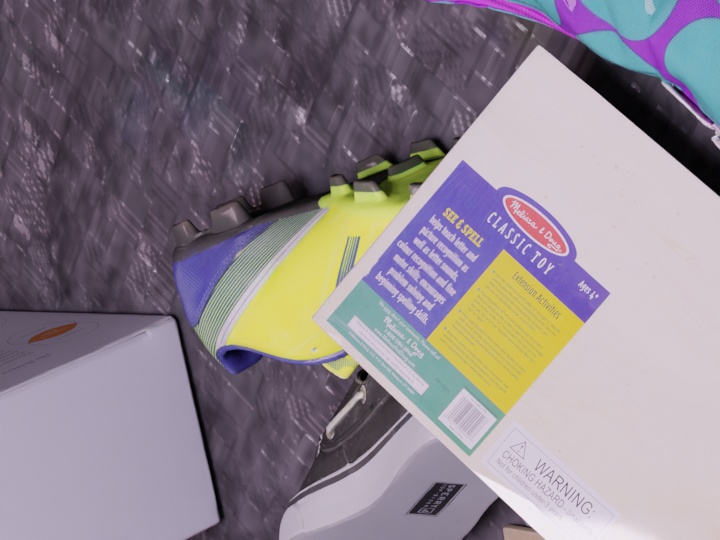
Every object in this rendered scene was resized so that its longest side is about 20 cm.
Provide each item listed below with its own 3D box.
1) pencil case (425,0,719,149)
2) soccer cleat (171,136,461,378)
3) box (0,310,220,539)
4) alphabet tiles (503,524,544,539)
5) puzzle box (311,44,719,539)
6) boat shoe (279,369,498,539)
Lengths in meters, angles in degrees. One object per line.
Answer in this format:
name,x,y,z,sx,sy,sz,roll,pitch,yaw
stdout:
pencil case,0.080,-0.110,0.814,0.199,0.085,0.093,28,98,36
soccer cleat,0.000,0.000,0.963,0.199,0.065,0.084,-12,100,47
box,-0.194,0.093,1.141,0.199,0.152,0.107,1,108,46
alphabet tiles,0.122,0.189,0.968,0.199,0.006,0.168,4,110,45
puzzle box,0.095,0.032,0.841,0.200,0.025,0.133,43,97,17
boat shoe,0.021,0.072,0.982,0.200,0.070,0.064,136,137,-55
